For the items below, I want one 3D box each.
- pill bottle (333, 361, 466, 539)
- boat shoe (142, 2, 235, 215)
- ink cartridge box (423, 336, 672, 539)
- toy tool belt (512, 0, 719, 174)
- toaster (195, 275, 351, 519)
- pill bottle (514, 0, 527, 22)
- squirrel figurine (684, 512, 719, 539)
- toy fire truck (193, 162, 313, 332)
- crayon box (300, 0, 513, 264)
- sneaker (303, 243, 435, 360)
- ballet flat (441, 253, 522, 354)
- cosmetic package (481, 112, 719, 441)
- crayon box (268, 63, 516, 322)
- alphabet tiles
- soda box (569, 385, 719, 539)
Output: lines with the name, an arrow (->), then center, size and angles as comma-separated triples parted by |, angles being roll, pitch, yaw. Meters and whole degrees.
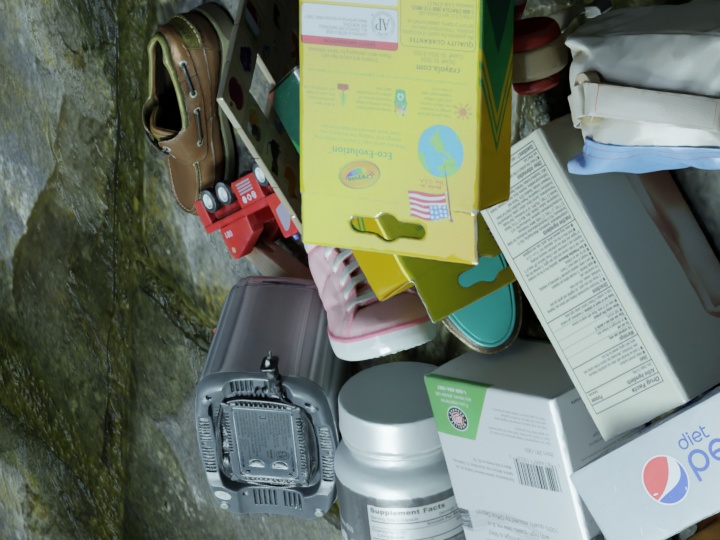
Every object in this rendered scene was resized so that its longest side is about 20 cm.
pill bottle -> 0.039, 0.180, 1.792 | 0.114, 0.114, 0.200 | 24, 129, 45
boat shoe -> -0.148, -0.125, 1.888 | 0.072, 0.068, 0.200 | 35, 137, 36
ink cartridge box -> 0.140, 0.159, 1.663 | 0.146, 0.084, 0.200 | 8, 118, 52
toy tool belt -> 0.174, -0.094, 1.407 | 0.200, 0.125, 0.123 | 1, 115, 38
toaster -> -0.067, 0.094, 1.832 | 0.113, 0.129, 0.200 | 2, 136, 8
pill bottle -> 0.043, -0.158, 1.495 | 0.114, 0.114, 0.200 | 36, 118, 36
squirrel figurine -> 0.223, 0.250, 1.516 | 0.200, 0.186, 0.142 | 26, 131, 44
toy fire truck -> -0.072, -0.014, 1.875 | 0.200, 0.049, 0.141 | -22, 94, 56
crayon box -> 0.027, -0.111, 1.411 | 0.127, 0.051, 0.201 | 9, 106, 27
sneaker -> 0.000, 0.000, 1.714 | 0.200, 0.075, 0.105 | -129, 23, -76
ballet flat -> 0.058, -0.029, 1.688 | 0.200, 0.070, 0.065 | 64, 174, 6
cosmetic package -> 0.167, -0.003, 1.515 | 0.103, 0.087, 0.200 | -33, 83, 56
crayon box -> 0.038, -0.067, 1.616 | 0.200, 0.127, 0.051 | 62, 147, 5
alphabet tiles -> -0.048, -0.125, 1.662 | 0.008, 0.168, 0.200 | -6, 142, 21
soda box -> 0.233, 0.109, 1.459 | 0.200, 0.063, 0.068 | -34, 84, 34
